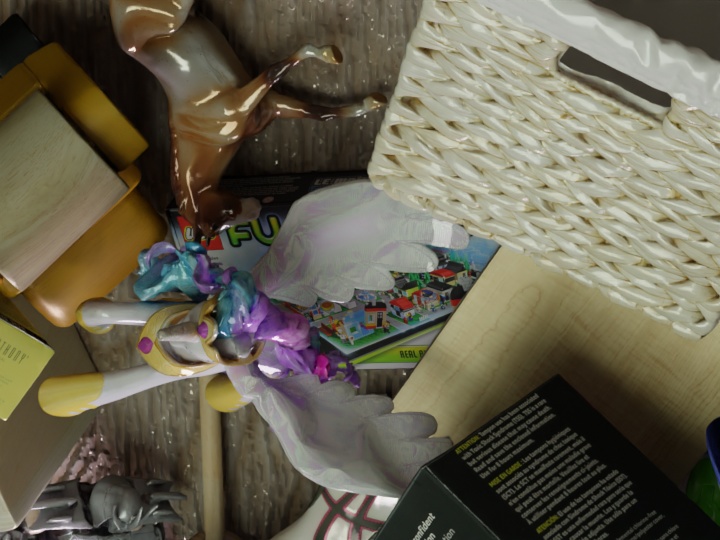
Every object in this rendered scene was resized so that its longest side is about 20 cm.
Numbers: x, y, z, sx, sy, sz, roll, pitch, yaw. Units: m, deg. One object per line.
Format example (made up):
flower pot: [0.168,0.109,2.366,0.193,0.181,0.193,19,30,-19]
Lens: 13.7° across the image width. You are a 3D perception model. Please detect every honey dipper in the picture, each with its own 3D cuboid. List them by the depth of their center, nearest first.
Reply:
honey dipper: [-0.087,0.119,1.761,0.038,0.038,0.201,12,125,16]

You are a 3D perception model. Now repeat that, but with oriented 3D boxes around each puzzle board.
puzzle board: [0.107,0.070,1.590,0.150,0.017,0.200,35,117,1]

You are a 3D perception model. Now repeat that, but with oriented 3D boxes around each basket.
basket: [0.133,-0.105,1.401,0.197,0.200,0.161,26,132,6]

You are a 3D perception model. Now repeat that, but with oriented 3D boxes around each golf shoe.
golf shoe: [0.008,0.121,1.708,0.199,0.077,0.088,-31,89,33]

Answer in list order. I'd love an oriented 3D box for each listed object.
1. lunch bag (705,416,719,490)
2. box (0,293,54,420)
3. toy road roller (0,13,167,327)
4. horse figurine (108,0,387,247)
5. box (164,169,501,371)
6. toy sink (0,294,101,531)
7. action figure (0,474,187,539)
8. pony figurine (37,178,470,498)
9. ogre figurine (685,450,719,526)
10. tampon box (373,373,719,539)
lunch bag: [0.240,0.072,1.448,0.123,0.170,0.201,16,97,16]
box: [-0.242,0.006,1.650,0.075,0.200,0.050,34,95,-38]
toy road roller: [-0.164,-0.034,1.594,0.123,0.200,0.146,-43,116,-2]
horse figurine: [-0.079,-0.121,1.578,0.132,0.050,0.201,-22,110,29]
box: [0.000,0.000,1.639,0.199,0.035,0.111,-2,121,26]
toy sink: [-0.274,0.078,1.756,0.199,0.131,0.113,-9,119,30]
action figure: [-0.185,0.165,1.801,0.130,0.070,0.200,14,155,-37]
pony figurine: [-0.052,0.039,1.564,0.200,0.192,0.168,-14,77,60]
ogre figurine: [0.195,0.182,1.624,0.098,0.120,0.201,21,129,9]
tampon box: [0.106,0.186,1.518,0.200,0.126,0.150,45,132,15]
